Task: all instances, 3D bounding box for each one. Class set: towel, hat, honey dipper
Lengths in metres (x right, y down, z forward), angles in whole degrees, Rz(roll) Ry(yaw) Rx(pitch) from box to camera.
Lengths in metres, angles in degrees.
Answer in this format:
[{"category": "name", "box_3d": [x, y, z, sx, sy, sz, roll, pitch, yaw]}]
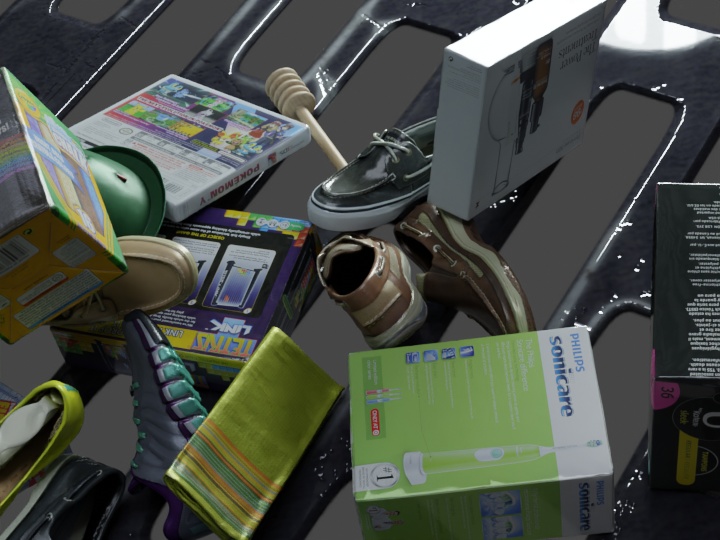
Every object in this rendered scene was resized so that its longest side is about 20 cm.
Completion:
[{"category": "towel", "box_3d": [-0.082, 0.131, 1.302, 0.086, 0.018, 0.200, 45, 42, -10]}, {"category": "hat", "box_3d": [-0.291, -0.093, 1.407, 0.199, 0.176, 0.166, 18, 67, 35]}, {"category": "honey dipper", "box_3d": [-0.034, -0.125, 1.565, 0.038, 0.038, 0.200, -26, 51, -13]}]

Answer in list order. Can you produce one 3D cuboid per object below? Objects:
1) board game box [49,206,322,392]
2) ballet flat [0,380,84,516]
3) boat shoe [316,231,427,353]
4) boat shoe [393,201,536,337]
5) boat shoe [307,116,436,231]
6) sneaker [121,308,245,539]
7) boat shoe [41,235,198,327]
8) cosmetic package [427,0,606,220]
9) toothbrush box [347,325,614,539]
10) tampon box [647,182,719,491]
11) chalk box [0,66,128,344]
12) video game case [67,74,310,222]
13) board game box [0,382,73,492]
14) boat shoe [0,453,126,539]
[{"category": "board game box", "box_3d": [-0.152, 0.020, 1.446, 0.198, 0.057, 0.166, 9, 53, 18]}, {"category": "ballet flat", "box_3d": [-0.298, 0.162, 1.278, 0.067, 0.067, 0.200, 41, 73, 7]}, {"category": "boat shoe", "box_3d": [0.000, 0.000, 1.382, 0.076, 0.072, 0.200, -44, 23, 1]}, {"category": "boat shoe", "box_3d": [0.086, 0.012, 1.405, 0.074, 0.075, 0.203, -23, 37, -7]}, {"category": "boat shoe", "box_3d": [0.031, -0.099, 1.478, 0.199, 0.071, 0.072, -28, 45, -35]}, {"category": "sneaker", "box_3d": [-0.167, 0.129, 1.317, 0.087, 0.075, 0.201, -29, 70, -3]}, {"category": "boat shoe", "box_3d": [-0.235, 0.019, 1.369, 0.198, 0.072, 0.065, -8, 17, 16]}, {"category": "cosmetic package", "box_3d": [0.141, -0.153, 1.445, 0.051, 0.152, 0.199, 28, 40, 27]}, {"category": "toothbrush box", "box_3d": [0.094, 0.135, 1.282, 0.198, 0.087, 0.147, -8, 48, 4]}, {"category": "tampon box", "box_3d": [0.292, 0.053, 1.275, 0.125, 0.151, 0.201, 2, 49, 11]}, {"category": "chalk box", "box_3d": [-0.295, -0.068, 1.321, 0.124, 0.124, 0.201, -30, 55, 8]}, {"category": "video game case", "box_3d": [-0.179, -0.122, 1.555, 0.199, 0.023, 0.182, 23, 42, 36]}, {"category": "board game box", "box_3d": [-0.356, 0.156, 1.361, 0.198, 0.062, 0.201, 13, 53, 21]}, {"category": "boat shoe", "box_3d": [-0.241, 0.230, 1.268, 0.065, 0.075, 0.200, 0, 39, 26]}]
